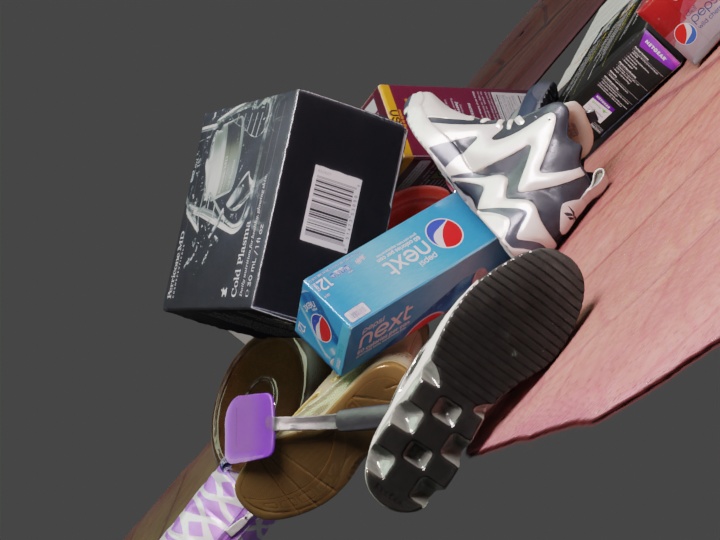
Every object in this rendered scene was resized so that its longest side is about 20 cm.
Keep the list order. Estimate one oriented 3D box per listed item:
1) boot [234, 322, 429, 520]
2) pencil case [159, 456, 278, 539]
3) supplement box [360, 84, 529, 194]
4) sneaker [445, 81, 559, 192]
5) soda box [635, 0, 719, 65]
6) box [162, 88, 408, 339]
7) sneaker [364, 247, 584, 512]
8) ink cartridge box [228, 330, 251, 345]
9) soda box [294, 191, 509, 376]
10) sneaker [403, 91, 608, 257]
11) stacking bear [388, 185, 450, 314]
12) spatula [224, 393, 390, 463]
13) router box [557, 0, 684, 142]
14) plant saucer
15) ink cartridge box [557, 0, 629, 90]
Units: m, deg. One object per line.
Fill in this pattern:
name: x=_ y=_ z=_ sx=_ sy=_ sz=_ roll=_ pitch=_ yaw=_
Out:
boot: x=-0.020 y=0.124 z=1.458 sx=0.200 sy=0.073 sz=0.156 roll=-44 pitch=9 yaw=19
pencil case: x=-0.159 y=0.282 z=1.587 sx=0.201 sy=0.084 sz=0.085 roll=-52 pitch=28 yaw=0
supplement box: x=0.086 y=-0.118 z=1.644 sx=0.198 sy=0.086 sz=0.110 roll=-2 pitch=-28 yaw=-33
sneaker: x=0.124 y=-0.100 z=1.545 sx=0.201 sy=0.081 sz=0.070 roll=-63 pitch=-31 yaw=-27
soda box: x=0.296 y=-0.253 z=1.429 sx=0.063 sy=0.070 sz=0.200 roll=-46 pitch=6 yaw=31
box: x=-0.072 y=-0.045 z=1.520 sx=0.196 sy=0.123 sz=0.202 roll=-5 pitch=71 yaw=61
sneaker: x=0.069 y=0.063 z=1.102 sx=0.200 sy=0.074 sz=0.089 roll=-50 pitch=6 yaw=5
ink cartridge box: x=-0.111 y=0.031 z=2.669 sx=0.200 sy=0.144 sz=0.146 roll=-46 pitch=7 yaw=44
soda box: x=0.041 y=0.006 z=1.405 sx=0.199 sy=0.064 sz=0.068 roll=-30 pitch=-30 yaw=-31
sneaker: x=0.130 y=-0.107 z=1.379 sx=0.129 sy=0.080 sz=0.200 roll=-38 pitch=49 yaw=2
stacking bear: x=0.000 y=0.000 z=1.612 sx=0.199 sy=0.113 sz=0.123 roll=-23 pitch=70 yaw=57
spatula: x=-0.034 y=0.124 z=1.362 sx=0.198 sy=0.057 sz=0.020 roll=-8 pitch=-13 yaw=28
router box: x=0.261 y=-0.211 z=1.553 sx=0.149 sy=0.051 sz=0.200 roll=-44 pitch=8 yaw=43
plant saucer: x=-0.094 y=0.139 z=1.686 sx=0.199 sy=0.032 sz=0.202 roll=-29 pitch=49 yaw=40
ink cartridge box: x=0.295 y=-0.272 z=1.781 sx=0.161 sy=0.050 sz=0.201 roll=-46 pitch=10 yaw=42
